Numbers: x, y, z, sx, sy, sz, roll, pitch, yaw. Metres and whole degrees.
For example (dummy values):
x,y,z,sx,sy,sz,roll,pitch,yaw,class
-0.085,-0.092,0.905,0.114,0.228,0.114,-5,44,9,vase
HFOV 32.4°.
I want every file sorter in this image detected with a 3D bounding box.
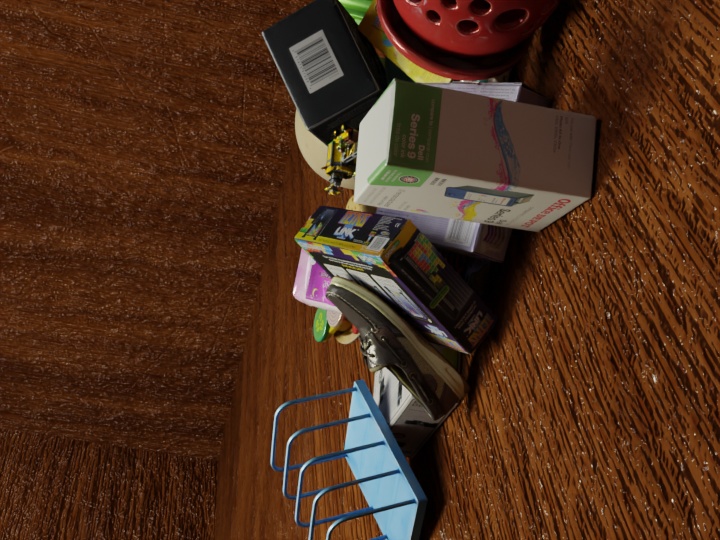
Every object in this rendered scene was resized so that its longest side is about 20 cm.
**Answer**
x,y,z,sx,sy,sz,roll,pitch,yaw,class
-0.020,0.262,1.510,0.200,0.122,0.139,-121,28,-43,file sorter

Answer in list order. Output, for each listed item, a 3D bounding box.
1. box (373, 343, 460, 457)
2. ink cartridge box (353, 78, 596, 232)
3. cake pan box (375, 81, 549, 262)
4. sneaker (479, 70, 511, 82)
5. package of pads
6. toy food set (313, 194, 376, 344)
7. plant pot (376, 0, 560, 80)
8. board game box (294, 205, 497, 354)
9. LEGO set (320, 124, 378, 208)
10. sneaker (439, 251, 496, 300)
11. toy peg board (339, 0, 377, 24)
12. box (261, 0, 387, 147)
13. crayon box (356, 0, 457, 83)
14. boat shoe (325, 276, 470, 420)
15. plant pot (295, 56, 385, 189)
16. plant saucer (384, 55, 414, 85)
x,y,z,sx,sy,sz,roll,pitch,yaw,class
0.066,0.144,1.533,0.200,0.060,0.117,116,161,-58,box
0.106,-0.105,1.178,0.145,0.198,0.088,141,134,-73,ink cartridge box
0.106,-0.112,1.350,0.199,0.052,0.186,11,86,55,cake pan box
0.150,-0.189,1.429,0.093,0.070,0.201,42,114,42,sneaker
0.000,0.000,1.590,0.199,0.075,0.121,12,90,54,package of pads
-0.014,0.007,1.729,0.200,0.048,0.199,135,139,-54,toy food set
0.121,-0.318,1.302,0.183,0.199,0.202,113,164,-56,plant pot
0.037,0.007,1.381,0.057,0.165,0.200,-52,28,-14,board game box
0.048,-0.099,1.561,0.153,0.199,0.117,-16,63,52,LEGO set
0.108,-0.026,1.417,0.200,0.078,0.076,-105,27,-67,sneaker
0.052,-0.406,1.708,0.200,0.097,0.200,27,-98,-68,toy peg board
-0.026,-0.245,1.620,0.149,0.107,0.200,65,-170,13,box
0.090,-0.300,1.518,0.127,0.051,0.200,-57,47,18,crayon box
0.033,0.088,1.389,0.065,0.200,0.073,-49,-1,-12,boat shoe
0.000,-0.231,1.794,0.135,0.199,0.202,84,-166,-80,plant pot
0.114,-0.283,1.551,0.199,0.036,0.202,-13,71,43,plant saucer
